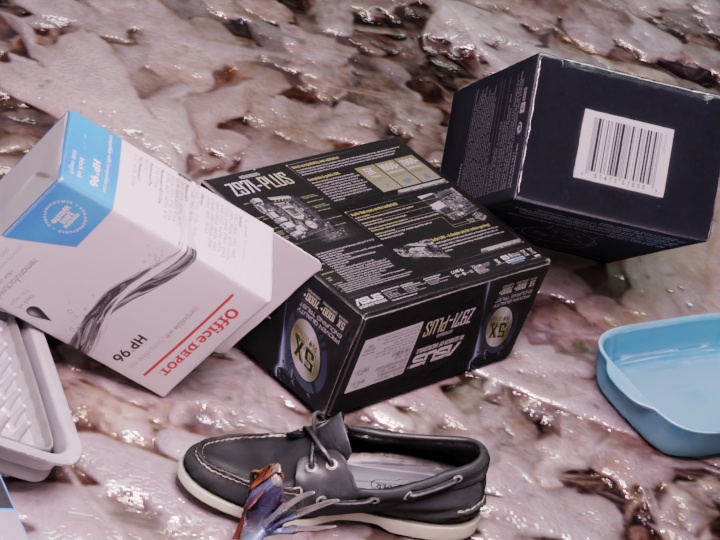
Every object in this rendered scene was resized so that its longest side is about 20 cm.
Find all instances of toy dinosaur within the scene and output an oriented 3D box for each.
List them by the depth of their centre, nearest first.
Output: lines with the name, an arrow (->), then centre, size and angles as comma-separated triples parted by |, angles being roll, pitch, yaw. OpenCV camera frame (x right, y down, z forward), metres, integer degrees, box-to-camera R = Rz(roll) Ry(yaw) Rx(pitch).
toy dinosaur -> -0.072, 0.172, 1.415 | 0.200, 0.105, 0.181 | -6, 18, -19

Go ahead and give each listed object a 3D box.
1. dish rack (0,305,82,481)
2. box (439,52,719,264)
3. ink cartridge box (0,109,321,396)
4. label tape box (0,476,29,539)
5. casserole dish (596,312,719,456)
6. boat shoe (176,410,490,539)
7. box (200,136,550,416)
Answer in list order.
dish rack -> -0.260, 0.045, 1.496 | 0.171, 0.044, 0.200 | 24, 25, -36
box -> 0.156, -0.077, 1.819 | 0.148, 0.107, 0.200 | 12, -8, -15
ink cartridge box -> -0.134, 0.001, 1.566 | 0.200, 0.116, 0.068 | 30, 38, -26
label tape box -> -0.272, 0.164, 1.319 | 0.200, 0.066, 0.143 | 3, 36, -31
casserole dish -> 0.249, 0.084, 1.787 | 0.200, 0.039, 0.121 | -7, 42, -38
boat shoe -> -0.011, 0.118, 1.547 | 0.199, 0.066, 0.075 | 12, 33, -15
box -> 0.000, 0.000, 1.716 | 0.164, 0.086, 0.200 | 40, 35, 28
